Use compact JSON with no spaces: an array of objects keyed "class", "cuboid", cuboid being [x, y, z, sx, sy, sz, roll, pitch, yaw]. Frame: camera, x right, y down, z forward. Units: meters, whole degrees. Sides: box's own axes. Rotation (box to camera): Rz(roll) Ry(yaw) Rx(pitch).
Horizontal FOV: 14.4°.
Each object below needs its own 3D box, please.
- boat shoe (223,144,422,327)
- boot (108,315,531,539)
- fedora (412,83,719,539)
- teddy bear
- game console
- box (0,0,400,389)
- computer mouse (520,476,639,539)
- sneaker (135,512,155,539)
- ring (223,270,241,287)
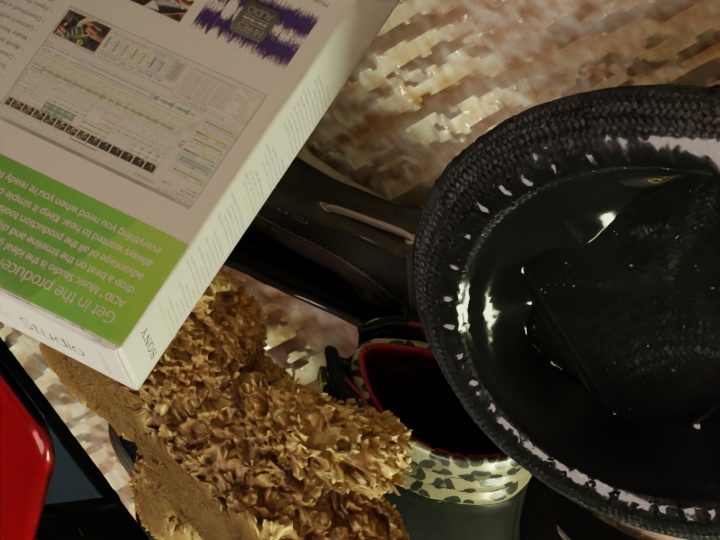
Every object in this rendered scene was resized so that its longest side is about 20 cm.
[{"class":"boat shoe","cuboid":[0.000,0.000,1.098,0.200,0.057,0.067,27,140,20]},{"class":"boot","cuboid":[-0.012,0.062,1.104,0.203,0.073,0.154,32,147,21]},{"class":"fedora","cuboid":[0.119,-0.001,0.960,0.200,0.092,0.201,18,133,21]},{"class":"teddy bear","cuboid":[-0.030,0.076,1.030,0.200,0.067,0.145,45,151,14]},{"class":"game console","cuboid":[-0.161,0.033,1.196,0.119,0.172,0.200,-49,66,24]},{"class":"box","cuboid":[-0.085,-0.072,0.988,0.144,0.200,0.036,25,157,21]},{"class":"computer mouse","cuboid":[0.059,0.138,1.189,0.200,0.046,0.141,37,141,7]},{"class":"sneaker","cuboid":[-0.031,0.169,1.268,0.200,0.084,0.077,49,142,-9]},{"class":"ring","cuboid":[-0.125,-0.029,1.105,0.200,0.019,0.200,26,168,6]}]
